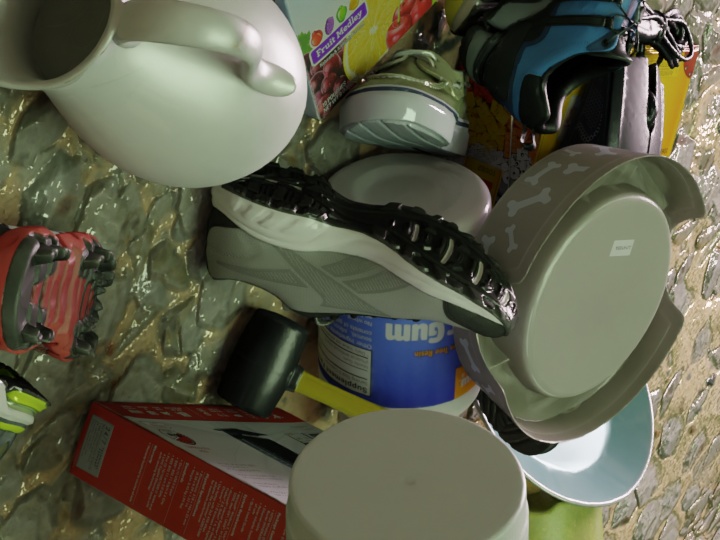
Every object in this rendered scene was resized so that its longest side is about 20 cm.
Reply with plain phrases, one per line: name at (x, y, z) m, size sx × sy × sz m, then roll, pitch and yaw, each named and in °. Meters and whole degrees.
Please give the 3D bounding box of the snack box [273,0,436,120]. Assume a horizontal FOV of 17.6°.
snack box at (-0.019, -0.207, 1.358) m, size 0.142 × 0.053 × 0.200 m, roll -48°, pitch 144°, yaw -28°

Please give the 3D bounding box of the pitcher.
pitcher at (-0.093, -0.108, 1.200) m, size 0.200 × 0.171 × 0.122 m, roll 20°, pitch 83°, yaw -57°

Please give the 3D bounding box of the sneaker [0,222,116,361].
sneaker at (-0.190, 0.007, 1.232) m, size 0.200 × 0.098 × 0.071 m, roll 22°, pitch 78°, yaw -81°

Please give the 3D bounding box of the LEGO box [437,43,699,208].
LEGO box at (0.145, -0.098, 1.651) m, size 0.200 × 0.077 × 0.149 m, roll -9°, pitch 119°, yaw -54°

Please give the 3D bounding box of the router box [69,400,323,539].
router box at (-0.047, 0.138, 1.425) m, size 0.200 × 0.179 × 0.049 m, roll 8°, pitch 105°, yaw -58°

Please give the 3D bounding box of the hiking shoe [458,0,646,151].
hiking shoe at (0.159, -0.170, 1.480) m, size 0.200 × 0.087 × 0.074 m, roll -45°, pitch 154°, yaw 17°

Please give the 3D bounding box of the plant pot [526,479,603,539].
plant pot at (0.109, 0.240, 1.739) m, size 0.200 × 0.200 × 0.185 m, roll -13°, pitch 110°, yaw -52°

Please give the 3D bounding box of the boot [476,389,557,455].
boot at (0.153, 0.043, 1.681) m, size 0.066 × 0.165 × 0.200 m, roll -36°, pitch 162°, yaw 36°

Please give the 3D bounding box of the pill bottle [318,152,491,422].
pill bottle at (0.028, 0.034, 1.532) m, size 0.112 × 0.112 × 0.200 m, roll -33°, pitch 135°, yaw -41°

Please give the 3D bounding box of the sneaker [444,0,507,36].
sneaker at (0.101, -0.238, 1.499) m, size 0.078 × 0.090 × 0.200 m, roll -13°, pitch 144°, yaw -43°

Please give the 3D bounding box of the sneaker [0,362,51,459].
sneaker at (-0.239, 0.075, 1.202) m, size 0.200 × 0.074 × 0.081 m, roll 25°, pitch 92°, yaw -57°

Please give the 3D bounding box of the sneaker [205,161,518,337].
sneaker at (0.000, 0.000, 1.411) m, size 0.074 × 0.200 × 0.079 m, roll -62°, pitch 172°, yaw -63°

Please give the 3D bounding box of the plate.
plate at (0.139, 0.083, 1.711) m, size 0.200 × 0.026 × 0.201 m, roll 23°, pitch 52°, yaw -34°

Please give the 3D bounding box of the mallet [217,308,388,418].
mallet at (0.012, 0.083, 1.478) m, size 0.041 × 0.200 × 0.066 m, roll -20°, pitch 128°, yaw -87°

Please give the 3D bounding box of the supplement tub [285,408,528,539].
supplement tub at (0.025, 0.191, 1.273) m, size 0.132 × 0.132 × 0.200 m, roll -35°, pitch 138°, yaw -40°

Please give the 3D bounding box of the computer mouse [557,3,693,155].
computer mouse at (0.175, -0.087, 1.578) m, size 0.138 × 0.053 × 0.200 m, roll 11°, pitch 101°, yaw -59°

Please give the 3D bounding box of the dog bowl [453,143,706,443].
dog bowl at (0.139, 0.009, 1.504) m, size 0.200 × 0.059 × 0.200 m, roll -28°, pitch 133°, yaw -36°

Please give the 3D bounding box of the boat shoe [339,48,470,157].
boat shoe at (0.030, -0.109, 1.468) m, size 0.200 × 0.072 × 0.062 m, roll 7°, pitch 88°, yaw -80°
